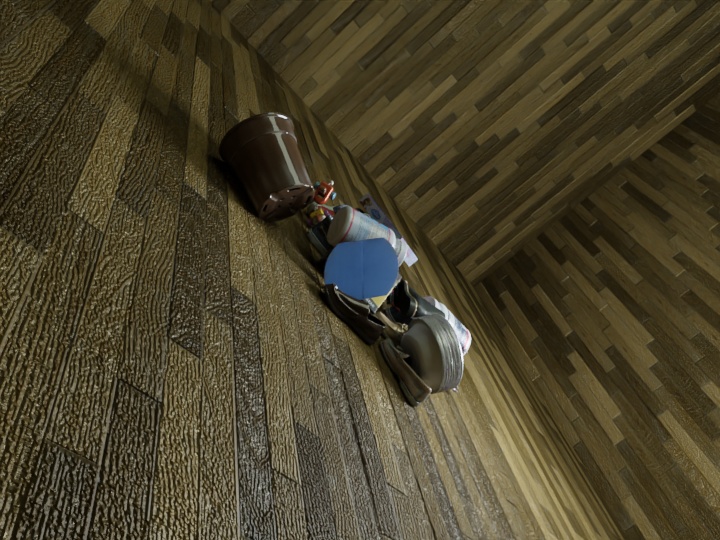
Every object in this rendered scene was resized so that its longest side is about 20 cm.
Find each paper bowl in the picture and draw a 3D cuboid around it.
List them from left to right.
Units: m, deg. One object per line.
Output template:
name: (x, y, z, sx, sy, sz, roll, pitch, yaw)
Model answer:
paper bowl: (0.174, 0.221, 1.597, 0.200, 0.103, 0.203, 169, -90, -68)

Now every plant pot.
plant pot: (-0.218, -0.243, 1.495, 0.200, 0.199, 0.200, 64, 17, 18)

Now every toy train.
toy train: (-0.075, -0.171, 1.787, 0.199, 0.151, 0.056, 36, -7, 7)

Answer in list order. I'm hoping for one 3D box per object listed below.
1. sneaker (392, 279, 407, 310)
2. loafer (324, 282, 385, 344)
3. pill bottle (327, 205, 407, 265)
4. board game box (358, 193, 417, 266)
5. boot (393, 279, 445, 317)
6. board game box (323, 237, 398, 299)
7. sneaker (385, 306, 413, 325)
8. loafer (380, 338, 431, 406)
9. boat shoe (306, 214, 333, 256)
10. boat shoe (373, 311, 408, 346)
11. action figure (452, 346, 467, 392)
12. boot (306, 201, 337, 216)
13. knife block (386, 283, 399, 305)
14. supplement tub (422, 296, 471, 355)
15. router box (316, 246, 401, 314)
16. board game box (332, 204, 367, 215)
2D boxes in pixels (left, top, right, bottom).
sneaker: (0.106, 0.049, 1.992, 0.200, 0.087, 0.074, 41, 15, -36)
loafer: (-0.012, 0.094, 1.506, 0.200, 0.071, 0.073, 45, 14, -24)
pill bottle: (0.020, -0.079, 1.598, 0.199, 0.109, 0.109, 26, 22, -24)
board game box: (0.090, -0.127, 1.945, 0.201, 0.041, 0.200, 55, 4, 25)
boot: (0.182, 0.106, 1.880, 0.137, 0.078, 0.200, 20, 22, -16)
board game box: (-0.002, -0.007, 1.546, 0.039, 0.198, 0.160, -134, -141, -62)
sneaker: (0.151, 0.175, 1.829, 0.078, 0.079, 0.201, 27, 25, -55)
loafer: (0.117, 0.247, 1.546, 0.072, 0.063, 0.201, 34, 22, -49)
boat shoe: (-0.057, -0.059, 1.726, 0.201, 0.091, 0.071, 49, 13, -11)
boat shoe: (0.111, 0.177, 1.712, 0.200, 0.064, 0.071, 46, 14, -23)
action figure: (0.244, 0.282, 1.884, 0.148, 0.135, 0.200, 9, -29, 33)
boot: (-0.076, -0.133, 1.921, 0.145, 0.072, 0.199, 57, 21, 21)
knife block: (0.057, -0.001, 1.836, 0.200, 0.063, 0.177, 48, 42, -51)
supplement tub: (0.252, 0.193, 1.981, 0.200, 0.140, 0.141, 44, 15, -26)
router box: (0.000, 0.000, 1.658, 0.200, 0.052, 0.157, 48, 53, -11)
board game box: (-0.006, -0.091, 1.894, 0.200, 0.061, 0.202, 18, 56, -73)
